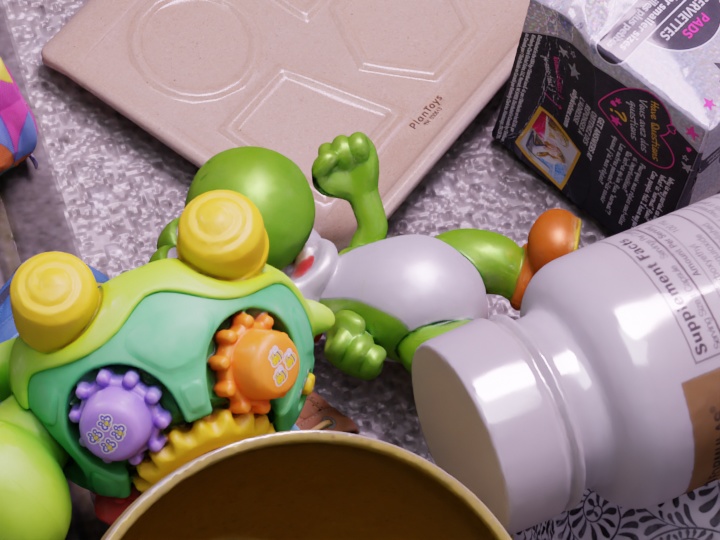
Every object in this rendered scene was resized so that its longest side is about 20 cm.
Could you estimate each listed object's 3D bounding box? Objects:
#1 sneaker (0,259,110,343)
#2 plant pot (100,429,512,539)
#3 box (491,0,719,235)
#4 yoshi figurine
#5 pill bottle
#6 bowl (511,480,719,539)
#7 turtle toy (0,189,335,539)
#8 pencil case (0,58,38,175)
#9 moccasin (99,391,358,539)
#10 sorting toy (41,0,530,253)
[{"bbox_3d":[-0.183,0.077,1.359,0.078,0.066,0.200,19,64,39],"label":"sneaker"},{"bbox_3d":[-0.038,0.164,1.217,0.200,0.142,0.200,0,88,-16],"label":"plant pot"},{"bbox_3d":[0.178,-0.126,1.462,0.115,0.132,0.200,39,63,14],"label":"box"},{"bbox_3d":[-0.001,-0.005,1.368,0.200,0.112,0.112,9,100,6],"label":"yoshi figurine"},{"bbox_3d":[0.129,0.038,1.271,0.200,0.114,0.114,-21,66,-17],"label":"pill bottle"},{"bbox_3d":[0.158,0.135,1.339,0.200,0.094,0.201,3,60,-5],"label":"bowl"},{"bbox_3d":[-0.101,0.060,1.268,0.200,0.146,0.101,-21,63,-10],"label":"turtle toy"},{"bbox_3d":[-0.243,-0.038,1.398,0.200,0.088,0.088,-38,71,-25],"label":"pencil case"},{"bbox_3d":[-0.069,0.133,1.331,0.078,0.074,0.201,25,51,18],"label":"moccasin"},{"bbox_3d":[-0.030,-0.114,1.493,0.200,0.036,0.185,32,62,16],"label":"sorting toy"}]
